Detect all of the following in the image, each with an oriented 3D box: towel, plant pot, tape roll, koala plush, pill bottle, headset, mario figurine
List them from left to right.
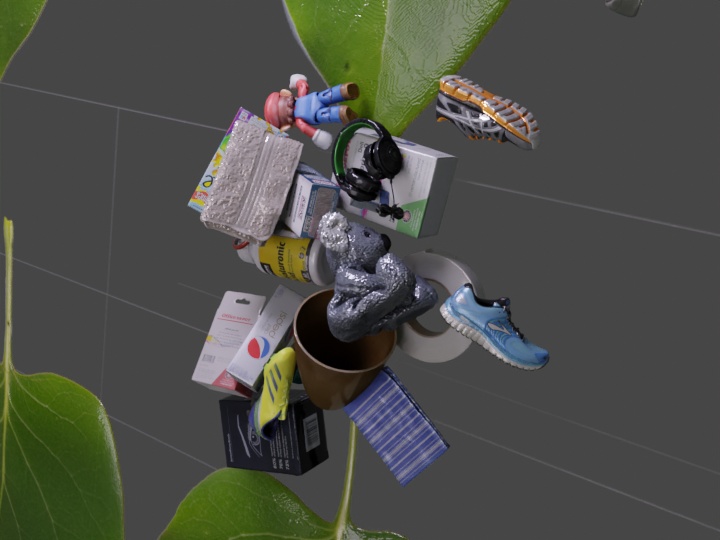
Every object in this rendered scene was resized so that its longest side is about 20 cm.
[{"bbox_3d":[-0.193,-0.153,1.324,0.132,0.034,0.201,19,91,-9],"label":"towel"},{"bbox_3d":[-0.137,-0.040,1.445,0.199,0.111,0.112,12,104,30],"label":"pill bottle"},{"bbox_3d":[-0.090,-0.301,1.403,0.199,0.124,0.106,2,140,30],"label":"mario figurine"},{"bbox_3d":[-0.042,0.166,1.389,0.186,0.186,0.201,38,142,20],"label":"plant pot"},{"bbox_3d":[0.000,0.000,1.283,0.183,0.177,0.201,-31,66,13],"label":"koala plush"},{"bbox_3d":[0.012,-0.164,1.243,0.124,0.094,0.201,-47,62,30],"label":"headset"},{"bbox_3d":[0.063,0.298,1.432,0.200,0.024,0.145,51,120,14],"label":"towel"},{"bbox_3d":[0.128,0.064,1.345,0.202,0.037,0.204,6,102,31],"label":"tape roll"}]

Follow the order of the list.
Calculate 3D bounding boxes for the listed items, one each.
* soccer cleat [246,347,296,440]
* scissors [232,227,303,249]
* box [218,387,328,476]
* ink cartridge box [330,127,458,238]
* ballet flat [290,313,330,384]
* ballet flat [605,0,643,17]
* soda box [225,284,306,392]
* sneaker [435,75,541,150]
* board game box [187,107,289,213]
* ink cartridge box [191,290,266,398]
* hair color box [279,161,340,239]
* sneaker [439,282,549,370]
[{"bbox_3d":[-0.153,0.232,1.403,0.084,0.064,0.201,43,123,32],"label":"soccer cleat"},{"bbox_3d":[-0.170,-0.080,1.395,0.199,0.014,0.074,-7,58,40],"label":"scissors"},{"bbox_3d":[-0.179,0.325,1.535,0.199,0.104,0.149,-2,97,32],"label":"box"},{"bbox_3d":[0.052,-0.158,1.325,0.199,0.087,0.146,24,110,28],"label":"ink cartridge box"},{"bbox_3d":[-0.099,0.132,1.481,0.072,0.072,0.201,38,114,20],"label":"ballet flat"},{"bbox_3d":[0.429,-0.460,1.071,0.063,0.067,0.201,28,115,-5],"label":"ballet flat"},{"bbox_3d":[-0.178,0.132,1.457,0.063,0.068,0.201,28,73,12],"label":"soda box"},{"bbox_3d":[0.208,-0.246,1.231,0.200,0.078,0.078,37,128,24],"label":"sneaker"},{"bbox_3d":[-0.226,-0.183,1.387,0.103,0.105,0.201,28,89,-11],"label":"board game box"},{"bbox_3d":[-0.254,0.150,1.544,0.116,0.067,0.201,7,69,29],"label":"ink cartridge box"},{"bbox_3d":[-0.108,-0.135,1.382,0.200,0.060,0.101,43,122,58],"label":"hair color box"},{"bbox_3d":[0.234,0.093,1.244,0.199,0.078,0.090,32,100,-2],"label":"sneaker"}]
